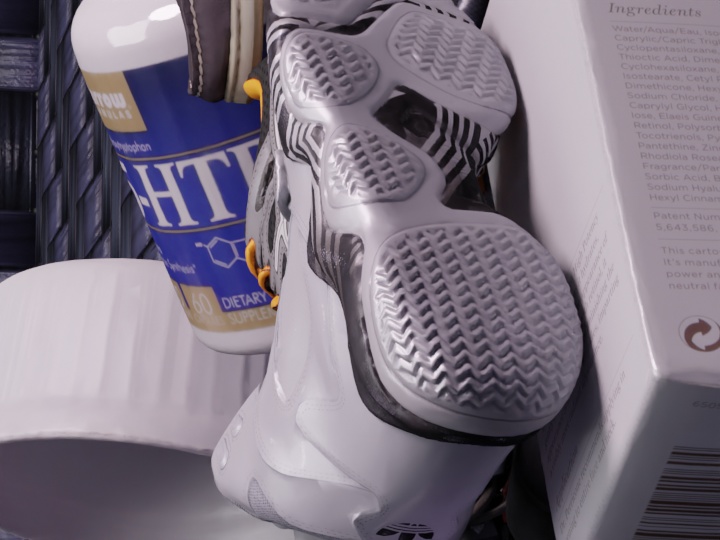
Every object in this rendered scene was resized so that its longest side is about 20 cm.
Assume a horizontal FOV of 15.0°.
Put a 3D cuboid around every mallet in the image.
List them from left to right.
[{"bbox_3d":[0.066,0.012,0.938,0.200,0.041,0.066,-95,11,-48],"label":"mallet"}]

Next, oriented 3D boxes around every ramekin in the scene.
[{"bbox_3d":[-0.105,0.070,1.341,0.200,0.200,0.098,120,158,-65],"label":"ramekin"}]

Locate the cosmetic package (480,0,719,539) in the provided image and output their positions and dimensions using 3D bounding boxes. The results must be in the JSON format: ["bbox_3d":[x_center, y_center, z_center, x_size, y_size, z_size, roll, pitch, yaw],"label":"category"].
[{"bbox_3d":[0.085,-0.018,0.760,0.102,0.074,0.200,107,163,-50],"label":"cosmetic package"}]

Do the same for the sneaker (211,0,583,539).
[{"bbox_3d":[-0.003,0.003,0.777,0.200,0.075,0.115,-106,34,-47],"label":"sneaker"}]

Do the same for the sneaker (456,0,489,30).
[{"bbox_3d":[0.062,-0.136,0.850,0.077,0.085,0.200,-116,31,-65],"label":"sneaker"}]

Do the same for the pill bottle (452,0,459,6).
[{"bbox_3d":[0.014,-0.164,1.006,0.112,0.112,0.200,106,162,-48],"label":"pill bottle"}]

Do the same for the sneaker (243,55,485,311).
[{"bbox_3d":[0.000,0.000,0.897,0.077,0.078,0.200,-19,55,31],"label":"sneaker"}]

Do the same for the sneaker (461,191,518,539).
[{"bbox_3d":[0.036,0.060,0.993,0.082,0.077,0.200,-118,19,-47],"label":"sneaker"}]

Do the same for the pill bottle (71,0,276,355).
[{"bbox_3d":[-0.047,-0.079,1.094,0.120,0.120,0.200,-130,17,-72],"label":"pill bottle"}]

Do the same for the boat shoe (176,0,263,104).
[{"bbox_3d":[-0.073,-0.157,0.979,0.072,0.065,0.200,-123,25,-76],"label":"boat shoe"}]
